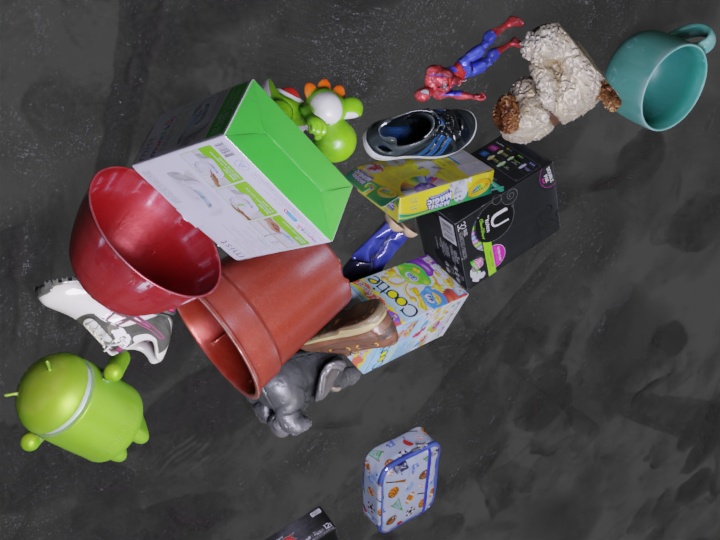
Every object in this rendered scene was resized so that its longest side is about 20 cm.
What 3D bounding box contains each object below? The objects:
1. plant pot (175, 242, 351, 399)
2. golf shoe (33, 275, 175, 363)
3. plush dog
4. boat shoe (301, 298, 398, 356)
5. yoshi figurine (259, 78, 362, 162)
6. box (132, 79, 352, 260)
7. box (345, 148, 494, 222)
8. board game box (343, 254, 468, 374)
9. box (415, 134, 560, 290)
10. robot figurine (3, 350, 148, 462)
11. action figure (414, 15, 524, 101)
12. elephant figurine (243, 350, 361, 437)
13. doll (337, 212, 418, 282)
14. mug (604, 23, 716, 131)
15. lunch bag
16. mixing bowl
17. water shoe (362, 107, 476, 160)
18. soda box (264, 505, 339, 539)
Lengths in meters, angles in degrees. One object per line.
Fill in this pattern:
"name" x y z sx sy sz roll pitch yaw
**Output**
"plant pot" -0.130 0.041 1.277 0.195 0.201 0.201 -37 135 -21
"golf shoe" -0.328 0.061 1.189 0.077 0.088 0.200 -22 150 40
"plush dog" 0.284 -0.259 1.388 0.172 0.161 0.200 -39 166 21
"boat shoe" -0.025 0.097 1.332 0.068 0.200 0.072 53 50 -20
"yoshi figurine" -0.078 -0.184 1.216 0.200 0.112 0.112 -13 134 -32
"box" -0.144 -0.113 1.123 0.200 0.176 0.097 44 52 -34
"box" 0.086 -0.132 1.364 0.200 0.117 0.048 -16 127 -27
"board game box" 0.056 0.065 1.439 0.200 0.103 0.105 -20 147 -45
"box" 0.205 -0.097 1.472 0.200 0.124 0.149 -32 134 -17
"robot figurine" -0.377 0.185 1.231 0.175 0.116 0.200 -39 136 8
"action figure" 0.173 -0.294 1.336 0.200 0.099 0.065 -33 134 -11
"elephant figurine" -0.082 0.159 1.450 0.200 0.155 0.142 -36 92 -27
"doll" 0.000 0.000 1.438 0.200 0.048 0.136 -52 145 14
"mug" 0.500 -0.331 1.542 0.185 0.114 0.152 -22 130 -25
"lunch bag" 0.083 0.402 1.764 0.160 0.076 0.200 -18 130 -30
"mixing bowl" -0.282 -0.018 1.129 0.108 0.200 0.200 -40 140 23
"water shoe" 0.102 -0.202 1.339 0.200 0.079 0.072 -17 88 -27
"soda box" -0.138 0.526 1.687 0.200 0.063 0.071 -27 133 -19
